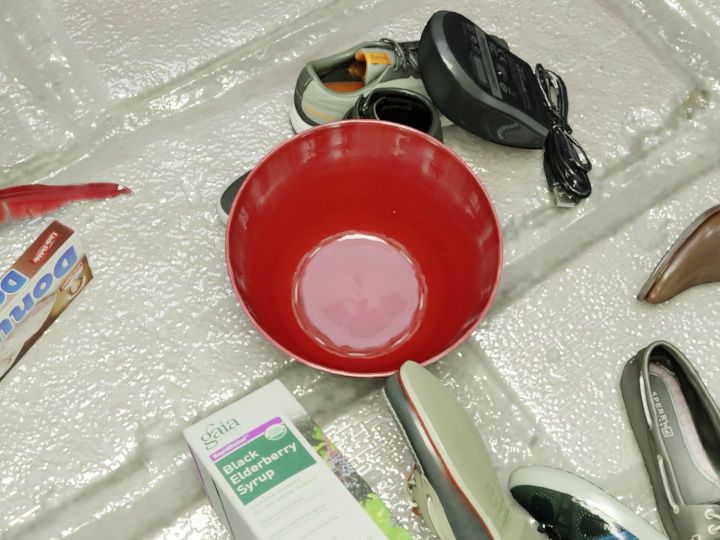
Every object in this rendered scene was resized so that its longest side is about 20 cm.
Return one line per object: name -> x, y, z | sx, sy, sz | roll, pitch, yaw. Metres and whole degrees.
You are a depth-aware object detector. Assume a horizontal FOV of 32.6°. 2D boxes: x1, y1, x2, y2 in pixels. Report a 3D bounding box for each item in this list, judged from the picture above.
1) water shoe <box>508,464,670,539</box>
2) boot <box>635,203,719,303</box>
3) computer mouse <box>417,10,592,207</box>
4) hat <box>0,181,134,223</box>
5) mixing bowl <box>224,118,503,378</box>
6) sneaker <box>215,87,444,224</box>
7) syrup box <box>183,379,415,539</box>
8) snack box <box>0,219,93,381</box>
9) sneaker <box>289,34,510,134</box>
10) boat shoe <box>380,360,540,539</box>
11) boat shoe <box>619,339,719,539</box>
water shoe -> 0.174, 0.210, 0.839 | 0.200, 0.072, 0.079 | 33, 72, 18
boot -> 0.342, 0.028, 0.959 | 0.186, 0.064, 0.200 | -37, 72, -18
computer mouse -> 0.107, -0.136, 0.998 | 0.053, 0.200, 0.139 | -30, 51, 32
hat -> -0.307, -0.082, 0.923 | 0.166, 0.200, 0.176 | 43, 80, 10
mixing bowl -> 0.000, 0.000, 0.924 | 0.200, 0.108, 0.201 | 1, 67, -3
sneaker -> -0.023, -0.094, 0.988 | 0.199, 0.099, 0.071 | -16, 63, -10
syrup box -> -0.036, 0.166, 0.808 | 0.079, 0.082, 0.200 | -27, 41, -17
snack box -> -0.275, 0.054, 0.910 | 0.024, 0.072, 0.200 | 30, 64, 16
sneaker -> 0.038, -0.163, 1.042 | 0.200, 0.079, 0.074 | -17, 61, -13
boat shoe -> 0.064, 0.157, 0.831 | 0.062, 0.071, 0.200 | -29, 94, 25
boat shoe -> 0.242, 0.143, 0.887 | 0.067, 0.057, 0.200 | -15, 62, -10
